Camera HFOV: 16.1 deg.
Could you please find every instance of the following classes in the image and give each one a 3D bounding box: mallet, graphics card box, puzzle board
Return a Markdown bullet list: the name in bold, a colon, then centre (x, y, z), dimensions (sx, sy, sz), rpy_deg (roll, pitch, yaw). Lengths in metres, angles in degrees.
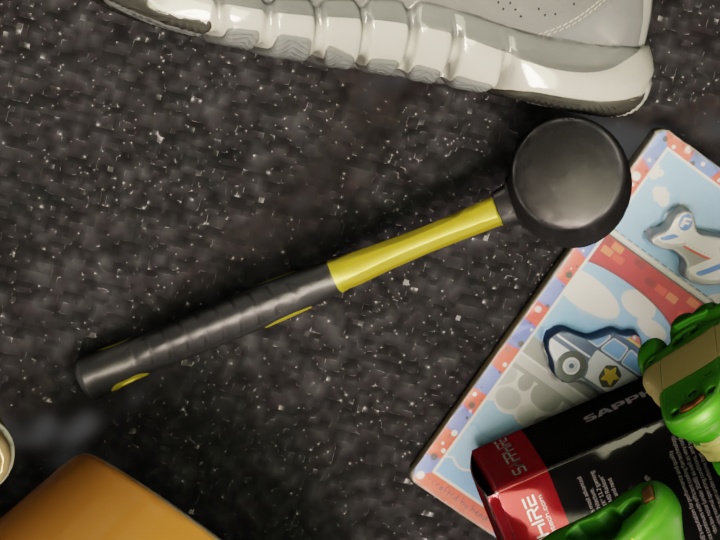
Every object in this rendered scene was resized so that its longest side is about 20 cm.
- **mallet**: centre (0.000, 0.000, 0.860), dimensions (0.199, 0.066, 0.041), rpy_deg (-23, 83, 12)
- **graphics card box**: centre (0.150, 0.084, 0.875), dimensions (0.199, 0.051, 0.126), rpy_deg (-24, 105, -1)
- **puzzle board**: centre (0.139, 0.066, 0.903), dimensions (0.199, 0.017, 0.151), rpy_deg (34, 95, -14)

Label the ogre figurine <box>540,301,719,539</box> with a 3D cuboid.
- **ogre figurine**: centre (0.121, 0.096, 0.793), dimensions (0.120, 0.098, 0.201), rpy_deg (47, 49, -19)

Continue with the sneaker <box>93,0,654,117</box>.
- **sneaker**: centre (0.009, -0.121, 0.820), dimensions (0.198, 0.075, 0.117), rpy_deg (9, 96, -21)

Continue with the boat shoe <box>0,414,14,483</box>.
- **boat shoe**: centre (-0.201, 0.054, 0.733), dimensions (0.198, 0.063, 0.074), rpy_deg (-11, 110, -18)

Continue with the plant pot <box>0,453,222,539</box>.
- **plant pot**: centre (-0.096, 0.167, 0.809), dimensions (0.200, 0.200, 0.184), rpy_deg (39, 79, -15)
